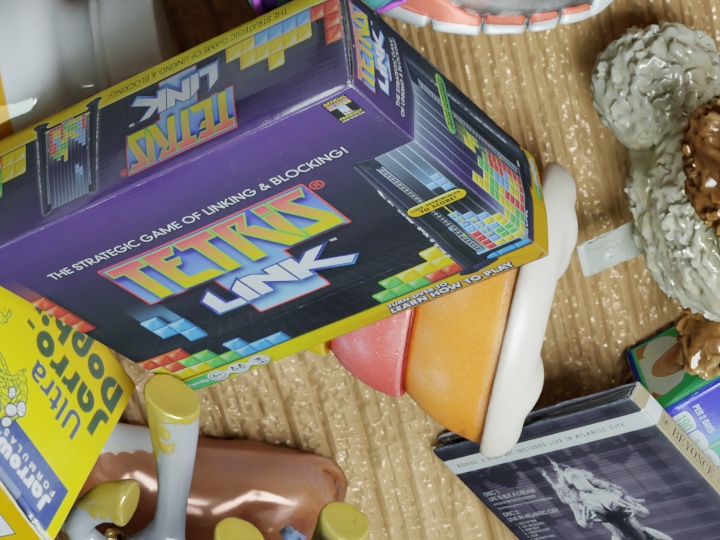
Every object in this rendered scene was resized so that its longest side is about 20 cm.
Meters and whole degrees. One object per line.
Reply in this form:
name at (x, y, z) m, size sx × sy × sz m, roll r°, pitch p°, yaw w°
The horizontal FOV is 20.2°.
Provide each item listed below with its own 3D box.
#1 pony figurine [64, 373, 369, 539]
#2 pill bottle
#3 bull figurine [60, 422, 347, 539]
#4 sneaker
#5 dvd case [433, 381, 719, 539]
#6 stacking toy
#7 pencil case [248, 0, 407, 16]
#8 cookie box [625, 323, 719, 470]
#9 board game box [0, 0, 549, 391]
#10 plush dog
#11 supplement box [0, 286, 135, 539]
pony figurine at (-0.071, 0.169, 0.979) m, size 0.193 × 0.167 × 0.200 m, roll 35°, pitch 135°, yaw 4°
pill bottle at (-0.184, -0.075, 0.920) m, size 0.199 × 0.111 × 0.112 m, roll -11°, pitch 120°, yaw 1°
bull figurine at (-0.109, 0.125, 1.067) m, size 0.199 × 0.065 × 0.122 m, roll 11°, pitch 121°, yaw -9°
sneaker at (0.026, -0.159, 0.919) m, size 0.198 × 0.077 × 0.082 m, roll 4°, pitch 112°, yaw -9°
dvd case at (0.152, 0.142, 1.077) m, size 0.200 × 0.016 × 0.148 m, roll 46°, pitch 142°, yaw -21°
stacking toy at (0.000, 0.000, 0.988) m, size 0.199 × 0.146 × 0.147 m, roll 14°, pitch 118°, yaw 5°
pencil case at (-0.021, -0.204, 0.825) m, size 0.085 × 0.201 × 0.092 m, roll -18°, pitch 165°, yaw 31°
cookie box at (0.270, 0.069, 1.067) m, size 0.199 × 0.075 × 0.171 m, roll -31°, pitch 118°, yaw 11°
board game box at (-0.044, -0.026, 0.866) m, size 0.199 × 0.057 × 0.165 m, roll -22°, pitch 147°, yaw 26°
plush dog at (0.200, -0.018, 0.935) m, size 0.199 × 0.172 × 0.161 m, roll 17°, pitch 93°, yaw -13°
supplement box at (-0.228, 0.070, 0.959) m, size 0.199 × 0.110 × 0.109 m, roll -14°, pitch 123°, yaw 31°
